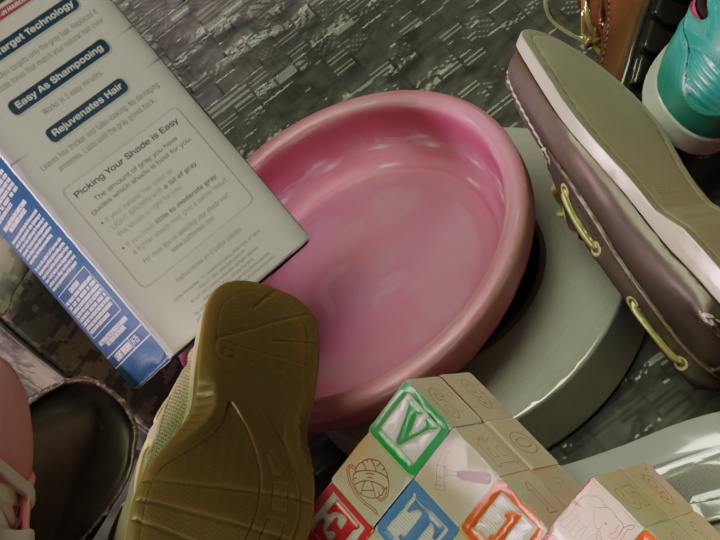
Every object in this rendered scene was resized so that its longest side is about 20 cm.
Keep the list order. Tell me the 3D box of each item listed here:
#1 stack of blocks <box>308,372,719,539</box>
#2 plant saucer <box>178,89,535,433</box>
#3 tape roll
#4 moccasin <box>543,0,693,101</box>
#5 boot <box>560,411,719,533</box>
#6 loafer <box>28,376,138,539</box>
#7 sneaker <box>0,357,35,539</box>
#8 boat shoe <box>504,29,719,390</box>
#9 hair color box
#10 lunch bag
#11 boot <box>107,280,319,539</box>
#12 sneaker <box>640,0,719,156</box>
[{"bbox_3d":[0.081,0.131,0.736,0.200,0.058,0.115,45,112,23],"label":"stack of blocks"},{"bbox_3d":[0.000,0.000,0.926,0.199,0.051,0.201,-17,49,21],"label":"plant saucer"},{"bbox_3d":[0.052,0.015,0.943,0.202,0.037,0.204,-17,47,19],"label":"tape roll"},{"bbox_3d":[0.148,-0.147,0.990,0.077,0.074,0.202,-14,51,34],"label":"moccasin"},{"bbox_3d":[0.098,0.139,0.790,0.199,0.074,0.096,-26,52,21],"label":"boot"},{"bbox_3d":[-0.156,0.115,0.797,0.071,0.073,0.200,-37,11,48],"label":"loafer"},{"bbox_3d":[-0.134,0.121,0.663,0.104,0.075,0.201,-4,57,28],"label":"sneaker"},{"bbox_3d":[0.124,-0.033,0.864,0.200,0.072,0.060,54,126,28],"label":"boat shoe"},{"bbox_3d":[-0.129,-0.055,0.868,0.100,0.200,0.060,-41,2,-32],"label":"hair color box"},{"bbox_3d":[-0.156,-0.018,0.989,0.139,0.200,0.168,14,68,39],"label":"lunch bag"},{"bbox_3d":[-0.075,0.122,0.796,0.072,0.156,0.201,17,42,-10],"label":"boot"},{"bbox_3d":[0.215,-0.158,0.900,0.200,0.083,0.121,-58,4,-30],"label":"sneaker"}]
